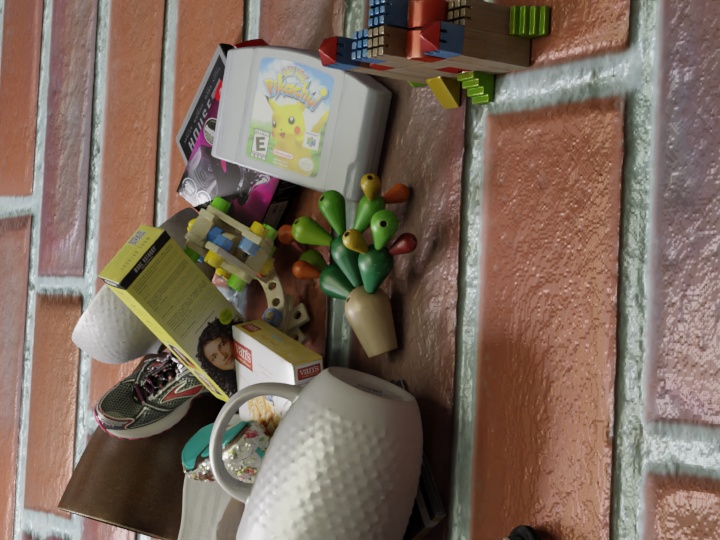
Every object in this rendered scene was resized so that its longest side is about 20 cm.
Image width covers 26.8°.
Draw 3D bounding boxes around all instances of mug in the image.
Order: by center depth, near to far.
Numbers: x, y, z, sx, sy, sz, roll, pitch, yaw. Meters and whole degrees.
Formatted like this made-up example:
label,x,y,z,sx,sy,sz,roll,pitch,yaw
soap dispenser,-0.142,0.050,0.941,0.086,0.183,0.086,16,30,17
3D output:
label,x,y,z,sx,sy,sz,roll,pitch,yaw
mug,-0.042,0.177,1.380,0.148,0.198,0.177,-48,-22,-83

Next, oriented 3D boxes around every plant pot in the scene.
label,x,y,z,sx,sy,sz,roll,pitch,yaw
plant pot,-0.228,0.201,1.729,0.186,0.186,0.202,-4,66,56

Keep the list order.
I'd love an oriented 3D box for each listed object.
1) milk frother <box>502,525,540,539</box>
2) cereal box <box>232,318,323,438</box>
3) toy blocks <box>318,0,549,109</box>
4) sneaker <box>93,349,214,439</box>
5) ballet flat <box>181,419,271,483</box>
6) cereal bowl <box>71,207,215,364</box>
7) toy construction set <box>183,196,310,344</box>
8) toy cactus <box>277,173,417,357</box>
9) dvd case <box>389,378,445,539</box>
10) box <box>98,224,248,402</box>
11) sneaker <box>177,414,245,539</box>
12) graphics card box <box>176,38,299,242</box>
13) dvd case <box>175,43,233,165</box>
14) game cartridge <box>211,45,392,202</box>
label,x,y,z,sx,sy,sz,roll,pitch,yaw
milk frother,0.045,0.302,1.260,0.180,0.187,0.202,17,100,55
cereal box,-0.078,0.163,1.511,0.144,0.039,0.202,24,123,58
toy blocks,0.054,-0.208,1.358,0.199,0.136,0.101,0,86,56
sneaker,-0.201,0.111,1.644,0.081,0.199,0.075,57,172,33
ballet flat,-0.131,0.192,1.519,0.076,0.064,0.200,-47,9,-17
cereal bowl,-0.225,0.030,1.686,0.083,0.200,0.200,40,130,3
toy construction set,-0.114,-0.002,1.575,0.130,0.201,0.092,26,68,35
toy cactus,0.000,0.000,1.479,0.199,0.102,0.167,-22,87,51
dvd case,0.009,0.223,1.483,0.200,0.016,0.150,-53,44,41
box,-0.172,0.047,1.539,0.075,0.200,0.050,-52,33,-17
sneaker,-0.139,0.265,1.633,0.073,0.116,0.202,5,70,28
graphics card box,-0.116,-0.133,1.651,0.125,0.051,0.201,41,124,22
dvd case,-0.156,-0.147,1.777,0.151,0.025,0.201,-59,42,33
game cartridge,-0.064,-0.159,1.551,0.198,0.040,0.135,18,102,30
